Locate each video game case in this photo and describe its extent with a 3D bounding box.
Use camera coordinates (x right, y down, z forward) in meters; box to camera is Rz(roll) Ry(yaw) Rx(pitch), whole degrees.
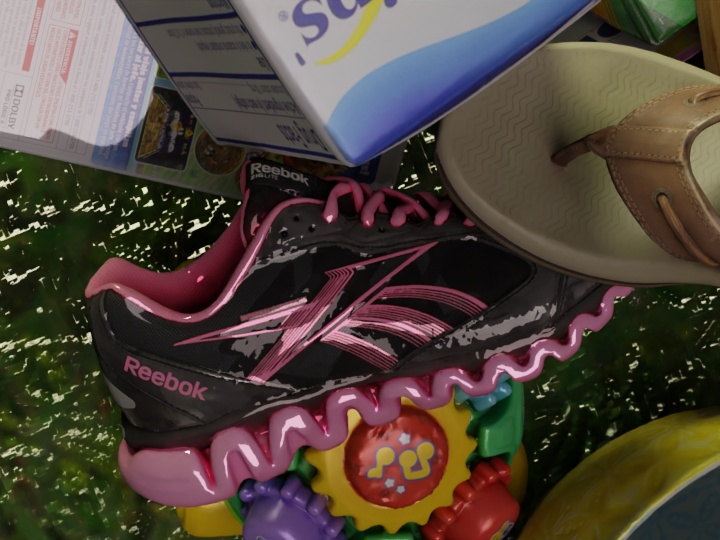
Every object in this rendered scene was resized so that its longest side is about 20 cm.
[{"bbox_3d":[-0.068,-0.104,0.784,0.199,0.018,0.144,12,102,-16],"label":"video game case"}]

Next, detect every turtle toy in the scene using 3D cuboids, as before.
[{"bbox_3d":[0.004,0.077,0.808,0.145,0.101,0.201,-4,106,-12],"label":"turtle toy"}]

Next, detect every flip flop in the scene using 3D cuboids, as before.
[{"bbox_3d":[0.119,-0.024,0.651,0.200,0.058,0.081,23,73,16],"label":"flip flop"}]

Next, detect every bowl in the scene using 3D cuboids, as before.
[{"bbox_3d":[0.121,0.131,0.838,0.200,0.108,0.201,-12,117,-26],"label":"bowl"}]

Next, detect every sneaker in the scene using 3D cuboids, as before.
[{"bbox_3d":[0.000,0.000,0.701,0.200,0.079,0.096,-24,107,-2],"label":"sneaker"}]

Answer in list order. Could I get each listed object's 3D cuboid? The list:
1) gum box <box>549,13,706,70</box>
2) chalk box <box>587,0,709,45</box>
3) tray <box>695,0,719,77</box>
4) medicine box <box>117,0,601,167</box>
[{"bbox_3d":[0.159,-0.095,0.788,0.200,0.114,0.066,-35,110,-2],"label":"gum box"},{"bbox_3d":[0.084,-0.201,0.734,0.124,0.124,0.200,-35,111,-1],"label":"chalk box"},{"bbox_3d":[0.172,-0.054,0.721,0.098,0.037,0.201,-18,114,-10],"label":"tray"},{"bbox_3d":[-0.039,-0.142,0.671,0.103,0.182,0.200,-36,104,-10],"label":"medicine box"}]
